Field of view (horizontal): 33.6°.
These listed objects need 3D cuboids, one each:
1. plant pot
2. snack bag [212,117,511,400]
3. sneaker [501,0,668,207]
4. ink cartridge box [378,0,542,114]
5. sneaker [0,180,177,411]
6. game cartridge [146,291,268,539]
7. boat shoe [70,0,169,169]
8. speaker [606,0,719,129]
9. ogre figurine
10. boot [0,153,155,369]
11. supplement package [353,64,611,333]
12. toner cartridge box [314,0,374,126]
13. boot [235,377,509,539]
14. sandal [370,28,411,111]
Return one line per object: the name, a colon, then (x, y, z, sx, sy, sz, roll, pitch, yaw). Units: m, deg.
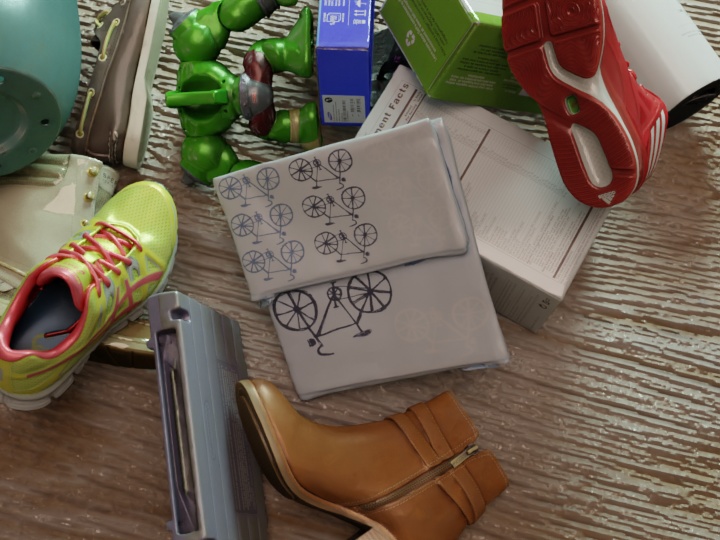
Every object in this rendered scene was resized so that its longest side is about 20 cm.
plant pot: (-0.306, -0.167, 0.910, 0.200, 0.201, 0.161, -17, 60, -7)
snack bag: (0.000, 0.000, 0.907, 0.188, 0.021, 0.200, -12, 103, 20)
sneaker: (0.169, -0.150, 0.887, 0.078, 0.116, 0.200, -10, 96, 30)
ink cartridge box: (0.087, -0.226, 0.964, 0.148, 0.076, 0.200, 2, 47, -37)
sneaker: (-0.197, 0.009, 0.863, 0.078, 0.090, 0.200, 29, 66, 6)
game cartridge: (-0.112, 0.125, 0.886, 0.038, 0.130, 0.200, -12, 73, 9)
boat shoe: (-0.200, -0.186, 1.007, 0.059, 0.072, 0.200, 7, 79, -3)
speaker: (0.233, -0.220, 1.027, 0.081, 0.081, 0.200, -29, 77, -10)
ogre figurine: (-0.095, -0.147, 0.980, 0.120, 0.098, 0.200, -3, 117, 2)
boot: (-0.214, -0.010, 0.954, 0.200, 0.072, 0.155, 14, 71, 2)
supplement package: (0.088, -0.055, 0.956, 0.200, 0.110, 0.114, 30, 74, 6)
toner cartridge box: (-0.010, -0.226, 0.988, 0.043, 0.095, 0.200, 2, 57, 1)
boot: (0.009, 0.134, 0.911, 0.155, 0.074, 0.200, -35, 97, -17)
sandal: (0.077, -0.193, 1.030, 0.200, 0.048, 0.075, -17, 75, -8)
